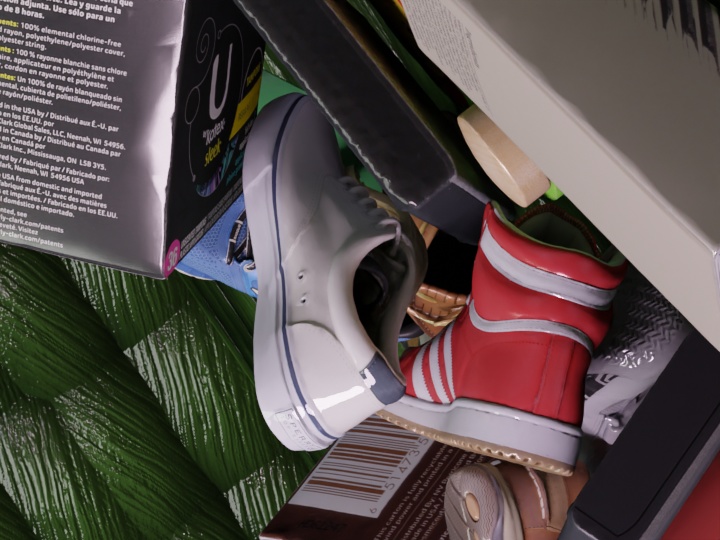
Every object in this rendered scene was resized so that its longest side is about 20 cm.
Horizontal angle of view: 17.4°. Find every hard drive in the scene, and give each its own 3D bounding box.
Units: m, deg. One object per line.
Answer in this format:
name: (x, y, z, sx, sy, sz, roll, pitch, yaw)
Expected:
hard drive: (0.121, 0.081, 0.965, 0.033, 0.140, 0.200, 33, 161, 10)
hard drive: (0.007, -0.079, 1.102, 0.140, 0.033, 0.200, 52, -173, 10)

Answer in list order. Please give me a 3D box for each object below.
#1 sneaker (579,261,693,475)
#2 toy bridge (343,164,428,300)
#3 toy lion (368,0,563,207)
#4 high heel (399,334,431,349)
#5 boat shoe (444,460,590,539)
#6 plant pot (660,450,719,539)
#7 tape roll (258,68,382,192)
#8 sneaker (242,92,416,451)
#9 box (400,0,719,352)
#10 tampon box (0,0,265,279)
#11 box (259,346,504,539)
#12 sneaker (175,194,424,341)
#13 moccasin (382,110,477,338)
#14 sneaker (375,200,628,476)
sneaker: (0.132, 0.064, 1.151, 0.115, 0.075, 0.200, 39, 158, -11)
toy bridge: (0.000, 0.000, 1.186, 0.027, 0.067, 0.200, 60, -167, -26)
toy lion: (0.034, -0.114, 1.036, 0.200, 0.069, 0.192, 53, 178, 7)
high heel: (0.061, 0.040, 1.516, 0.200, 0.071, 0.143, 49, -175, 2)
boat shoe: (0.084, 0.160, 1.168, 0.200, 0.072, 0.076, 91, 158, -54)
plant pot: (0.169, 0.194, 1.093, 0.201, 0.177, 0.200, 53, 172, 11)
tape roll: (-0.062, -0.091, 1.371, 0.200, 0.048, 0.200, 27, -178, -1)
sneaker: (-0.008, -0.006, 1.093, 0.073, 0.071, 0.201, 50, -154, -47)
box: (0.094, -0.065, 0.846, 0.200, 0.068, 0.082, 48, 170, 32)
tampon box: (-0.118, -0.124, 1.111, 0.150, 0.126, 0.201, -56, -24, -64)
box: (0.083, 0.173, 1.366, 0.164, 0.166, 0.200, 3, 135, 45)
sneaker: (-0.036, -0.012, 1.364, 0.200, 0.079, 0.089, 23, 178, -31)
moccasin: (0.056, -0.008, 1.297, 0.078, 0.073, 0.202, 60, 166, 28)
sneaker: (0.062, 0.026, 1.067, 0.071, 0.113, 0.200, 16, 177, -16)
